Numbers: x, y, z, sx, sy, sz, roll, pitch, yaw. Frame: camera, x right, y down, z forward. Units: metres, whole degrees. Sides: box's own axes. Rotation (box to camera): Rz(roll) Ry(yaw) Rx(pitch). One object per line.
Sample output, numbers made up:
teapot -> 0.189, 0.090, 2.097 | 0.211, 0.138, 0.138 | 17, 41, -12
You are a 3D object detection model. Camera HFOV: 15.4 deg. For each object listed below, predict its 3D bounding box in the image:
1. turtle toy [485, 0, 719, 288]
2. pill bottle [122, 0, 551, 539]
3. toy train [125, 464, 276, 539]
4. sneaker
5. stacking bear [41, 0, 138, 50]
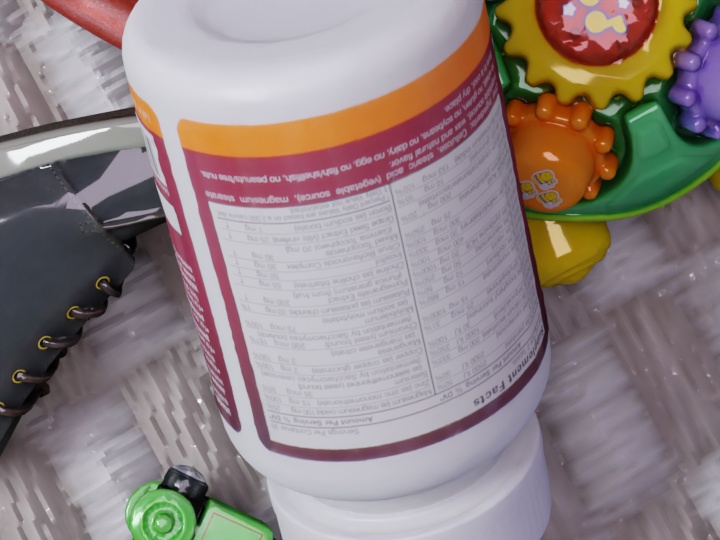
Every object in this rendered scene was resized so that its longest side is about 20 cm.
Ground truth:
turtle toy -> 0.096, -0.090, 0.874 | 0.199, 0.101, 0.146 | -25, 86, 0
pill bottle -> 0.000, 0.000, 0.826 | 0.109, 0.110, 0.201 | -13, 122, 1
toy train -> -0.087, 0.163, 0.894 | 0.056, 0.042, 0.201 | 25, 87, -8
sneaker -> -0.099, 0.005, 0.896 | 0.199, 0.075, 0.107 | -12, 96, 2
stacking bear -> -0.041, -0.177, 0.883 | 0.113, 0.121, 0.201 | 19, 71, 44
